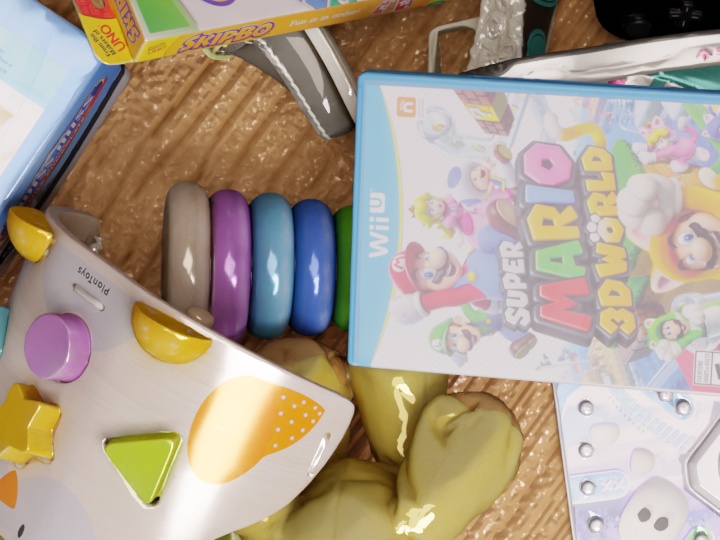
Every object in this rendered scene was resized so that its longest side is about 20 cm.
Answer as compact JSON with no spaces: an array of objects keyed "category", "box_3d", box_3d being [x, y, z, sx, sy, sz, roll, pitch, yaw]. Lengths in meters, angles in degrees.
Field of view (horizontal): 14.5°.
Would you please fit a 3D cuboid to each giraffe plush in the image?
[{"category":"giraffe plush","box_3d":[0.005,0.147,1.389,0.172,0.162,0.200,-15,48,-4]}]

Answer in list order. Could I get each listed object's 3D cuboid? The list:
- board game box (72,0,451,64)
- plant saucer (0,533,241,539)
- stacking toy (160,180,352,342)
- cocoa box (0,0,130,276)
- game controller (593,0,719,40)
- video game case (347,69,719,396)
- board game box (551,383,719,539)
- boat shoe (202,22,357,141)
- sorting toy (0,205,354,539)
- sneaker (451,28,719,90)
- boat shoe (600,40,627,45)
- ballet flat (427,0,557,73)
[{"category":"board game box","box_3d":[-0.053,-0.160,1.385,0.200,0.030,0.096,-15,70,-27]},{"category":"plant saucer","box_3d":[-0.156,0.221,1.413,0.200,0.048,0.200,-3,88,-15]},{"category":"stacking toy","box_3d":[0.000,0.000,1.432,0.200,0.085,0.085,2,88,-7]},{"category":"cocoa box","box_3d":[-0.234,-0.104,1.400,0.200,0.131,0.133,34,88,1]},{"category":"game controller","box_3d":[0.179,-0.184,1.391,0.104,0.200,0.042,11,50,1]},{"category":"video game case","box_3d":[0.095,-0.018,1.329,0.200,0.018,0.143,4,101,13]},{"category":"board game box","box_3d":[0.205,0.101,1.448,0.200,0.026,0.200,-7,88,-1]},{"category":"boat shoe","box_3d":[-0.067,-0.144,1.435,0.060,0.072,0.202,-34,82,-1]},{"category":"sorting toy","box_3d":[-0.136,0.083,1.327,0.200,0.107,0.180,33,97,37]},{"category":"sneaker","box_3d":[0.120,-0.045,1.369,0.200,0.084,0.121,-8,86,3]},{"category":"boat shoe","box_3d":[0.192,-0.040,1.437,0.200,0.074,0.073,35,101,12]},{"category":"ballet flat","box_3d":[0.068,-0.131,1.437,0.072,0.072,0.200,9,87,0]}]
